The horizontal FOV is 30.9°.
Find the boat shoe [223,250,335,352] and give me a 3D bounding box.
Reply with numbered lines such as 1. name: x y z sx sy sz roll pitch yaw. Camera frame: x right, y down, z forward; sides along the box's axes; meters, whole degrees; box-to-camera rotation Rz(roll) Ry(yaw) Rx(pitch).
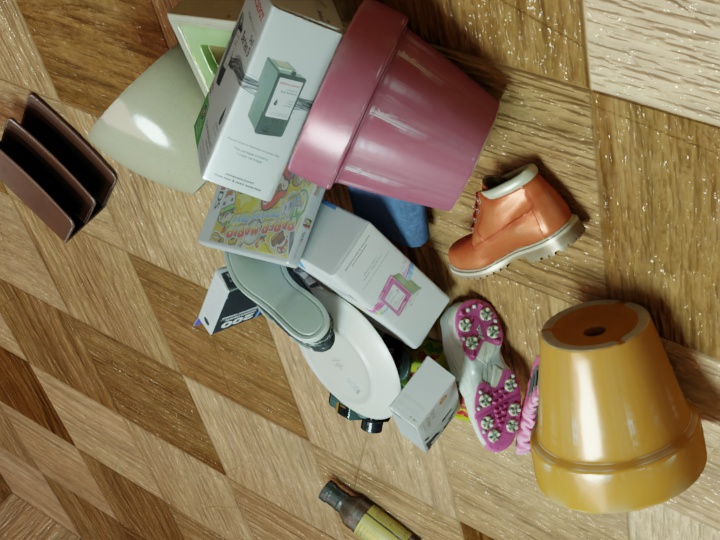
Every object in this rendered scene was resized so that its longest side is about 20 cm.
1. boat shoe: -0.104 0.030 1.659 0.200 0.075 0.060 51 175 30

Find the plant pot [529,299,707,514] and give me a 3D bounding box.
1. plant pot: 0.280 0.142 1.477 0.199 0.199 0.185 8 121 46

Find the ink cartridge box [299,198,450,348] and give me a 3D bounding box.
1. ink cartridge box: 0.000 0.000 1.648 0.144 0.085 0.200 28 169 46

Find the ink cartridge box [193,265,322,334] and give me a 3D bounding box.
1. ink cartridge box: -0.123 0.024 1.807 0.044 0.196 0.200 63 155 14

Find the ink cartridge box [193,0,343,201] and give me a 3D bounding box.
1. ink cartridge box: -0.101 -0.200 1.375 0.083 0.146 0.202 18 113 -19

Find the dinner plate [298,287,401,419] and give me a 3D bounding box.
1. dinner plate: -0.026 0.114 1.699 0.199 0.024 0.202 34 145 28

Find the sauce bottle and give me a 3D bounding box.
1. sauce bottle: 0.014 0.449 2.333 0.199 0.065 0.065 37 151 15

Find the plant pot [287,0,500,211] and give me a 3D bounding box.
1. plant pot: 0.042 -0.158 1.375 0.177 0.201 0.200 26 151 -1

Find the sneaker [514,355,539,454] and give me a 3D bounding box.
1. sneaker: 0.256 0.177 1.674 0.094 0.080 0.201 13 146 7

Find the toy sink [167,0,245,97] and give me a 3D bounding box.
1. toy sink: -0.119 -0.238 1.533 0.129 0.112 0.201 16 142 40

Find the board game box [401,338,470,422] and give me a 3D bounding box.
1. board game box: 0.104 0.149 1.833 0.199 0.048 0.102 13 139 43

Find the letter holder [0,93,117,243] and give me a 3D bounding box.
1. letter holder: -0.508 -0.170 2.131 0.200 0.101 0.142 44 150 -2

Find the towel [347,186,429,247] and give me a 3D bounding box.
1. towel: 0.030 -0.120 1.569 0.111 0.049 0.201 25 146 30

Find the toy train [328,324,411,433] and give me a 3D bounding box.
1. toy train: 0.014 0.120 1.800 0.114 0.084 0.203 21 108 51

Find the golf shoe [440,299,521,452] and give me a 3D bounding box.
1. golf shoe: 0.154 0.135 1.696 0.091 0.075 0.203 -1 102 66

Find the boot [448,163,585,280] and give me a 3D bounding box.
1. boot: 0.155 -0.057 1.479 0.108 0.075 0.199 53 142 -11

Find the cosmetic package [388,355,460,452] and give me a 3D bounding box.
1. cosmetic package: 0.087 0.177 1.692 0.050 0.083 0.200 34 171 14

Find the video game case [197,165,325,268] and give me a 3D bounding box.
1. video game case: -0.114 -0.105 1.636 0.023 0.184 0.199 25 172 -41

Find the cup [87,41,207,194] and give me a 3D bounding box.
1. cup: -0.224 -0.183 1.643 0.143 0.200 0.200 47 151 -5
